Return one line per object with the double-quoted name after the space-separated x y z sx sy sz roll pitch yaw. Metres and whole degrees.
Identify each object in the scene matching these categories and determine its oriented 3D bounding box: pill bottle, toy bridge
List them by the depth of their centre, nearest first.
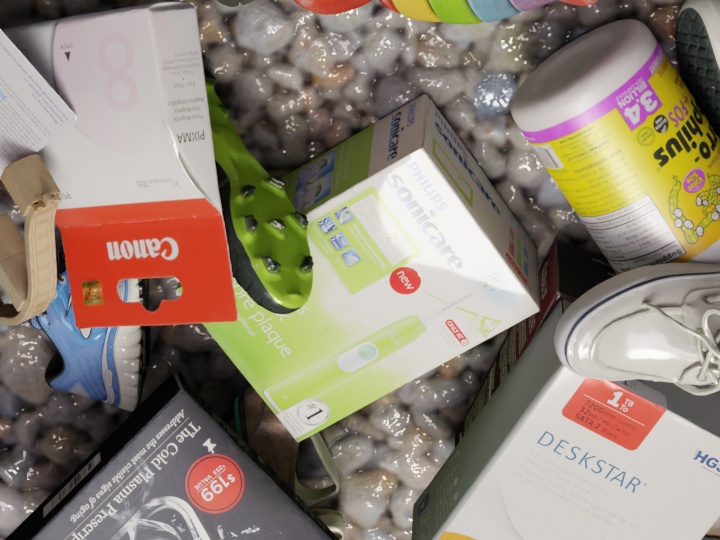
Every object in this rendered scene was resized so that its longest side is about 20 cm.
0.189 -0.054 1.539 0.104 0.104 0.200 -30 108 19 "pill bottle"
-0.228 -0.005 1.581 0.067 0.027 0.200 58 150 11 "toy bridge"

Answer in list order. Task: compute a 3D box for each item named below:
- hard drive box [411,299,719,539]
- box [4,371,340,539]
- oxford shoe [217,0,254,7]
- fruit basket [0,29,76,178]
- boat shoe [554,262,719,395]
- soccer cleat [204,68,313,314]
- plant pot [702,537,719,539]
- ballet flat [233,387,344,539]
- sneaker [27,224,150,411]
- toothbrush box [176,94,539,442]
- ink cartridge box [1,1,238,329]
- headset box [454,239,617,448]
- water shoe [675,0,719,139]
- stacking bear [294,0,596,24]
0.148 0.142 1.598 0.155 0.077 0.200 26 118 -12 "hard drive box"
-0.130 0.206 1.622 0.200 0.104 0.182 -45 99 -2 "box"
-0.030 -0.243 1.419 0.200 0.073 0.084 -39 135 9 "oxford shoe"
-0.302 -0.122 1.535 0.200 0.094 0.185 -34 104 28 "fruit basket"
0.225 0.045 1.480 0.201 0.086 0.075 -5 119 -15 "boat shoe"
-0.093 -0.042 1.548 0.067 0.200 0.081 1 139 -45 "soccer cleat"
0.207 0.326 1.719 0.195 0.200 0.197 6 121 1 "plant pot"
-0.046 0.173 1.725 0.067 0.068 0.201 -6 121 1 "ballet flat"
-0.189 0.008 1.630 0.089 0.079 0.201 4 121 -1 "sneaker"
0.000 0.000 1.608 0.199 0.086 0.146 -29 114 18 "toothbrush box"
-0.159 -0.062 1.517 0.162 0.057 0.201 -3 92 43 "ink cartridge box"
0.169 0.083 1.649 0.148 0.075 0.201 20 120 -8 "headset box"
0.269 -0.105 1.549 0.079 0.071 0.200 -32 116 -8 "water shoe"
0.042 -0.206 1.471 0.199 0.121 0.114 -5 88 21 "stacking bear"
